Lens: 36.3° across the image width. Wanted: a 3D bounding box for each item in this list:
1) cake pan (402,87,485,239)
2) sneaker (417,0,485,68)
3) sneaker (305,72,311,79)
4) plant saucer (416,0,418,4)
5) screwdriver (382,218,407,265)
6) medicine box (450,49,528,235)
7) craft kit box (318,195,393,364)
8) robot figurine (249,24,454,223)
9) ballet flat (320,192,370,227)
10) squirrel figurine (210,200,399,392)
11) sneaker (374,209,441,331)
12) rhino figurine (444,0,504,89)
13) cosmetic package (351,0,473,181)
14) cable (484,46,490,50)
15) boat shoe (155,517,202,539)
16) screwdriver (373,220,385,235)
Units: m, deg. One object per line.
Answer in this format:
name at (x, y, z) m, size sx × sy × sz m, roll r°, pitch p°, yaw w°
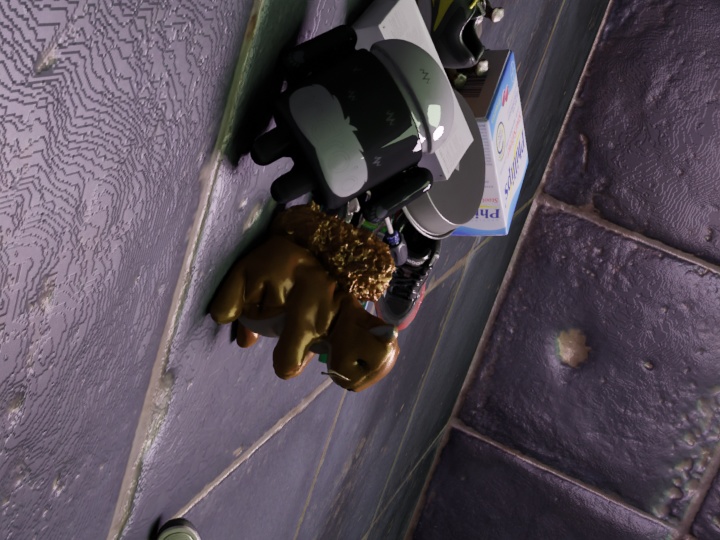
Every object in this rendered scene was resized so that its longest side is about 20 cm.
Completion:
cake pan at (0.101, -0.141, 1.371) m, size 0.199 × 0.036 × 0.203 m, roll 12°, pitch 75°, yaw -55°
sneaker at (0.111, -0.333, 1.295) m, size 0.074 × 0.084 × 0.202 m, roll -42°, pitch 137°, yaw -46°
sneaker at (-0.006, -0.151, 1.171) m, size 0.081 × 0.083 × 0.200 m, roll -60°, pitch 149°, yaw -13°
plant saucer at (0.070, -0.263, 1.421) m, size 0.201 × 0.037 × 0.201 m, roll -60°, pitch 165°, yaw -27°
screwdriver at (0.032, -0.047, 1.255) m, size 0.200 × 0.028 × 0.029 m, roll 61°, pitch 37°, yaw -71°
medicine box at (0.167, -0.183, 1.576) m, size 0.183 × 0.102 × 0.201 m, roll -67°, pitch 150°, yaw -44°
craft kit box at (0.000, 0.000, 1.469) m, size 0.198 × 0.048 × 0.202 m, roll -68°, pitch 177°, yaw -69°
robot figurine at (-0.007, -0.138, 1.053) m, size 0.199 × 0.125 × 0.151 m, roll -30°, pitch 134°, yaw -8°
ballet flat at (-0.007, -0.110, 1.308) m, size 0.073 × 0.072 × 0.202 m, roll -35°, pitch 146°, yaw -65°
squirrel figurine at (-0.032, 0.031, 1.192) m, size 0.201 × 0.185 × 0.142 m, roll -62°, pitch 165°, yaw -19°
sneaker at (0.060, -0.006, 1.432) m, size 0.098 × 0.070 × 0.202 m, roll -77°, pitch -178°, yaw -72°
rhino figurine at (0.149, -0.355, 1.494) m, size 0.059 × 0.087 × 0.202 m, roll 1°, pitch 118°, yaw -32°
cosmetic package at (0.058, -0.205, 1.239) m, size 0.083 × 0.050 × 0.201 m, roll -56°, pitch 130°, yaw -41°
cable at (0.159, -0.278, 1.735) m, size 0.201 × 0.050 × 0.164 m, roll -53°, pitch 157°, yaw -31°
boat shoe at (-0.218, 0.356, 1.319) m, size 0.068 × 0.071 × 0.201 m, roll -105°, pitch -168°, yaw -46°
screwdriver at (-0.029, 0.002, 1.351) m, size 0.029 × 0.028 × 0.200 m, roll -2°, pitch 143°, yaw -43°
